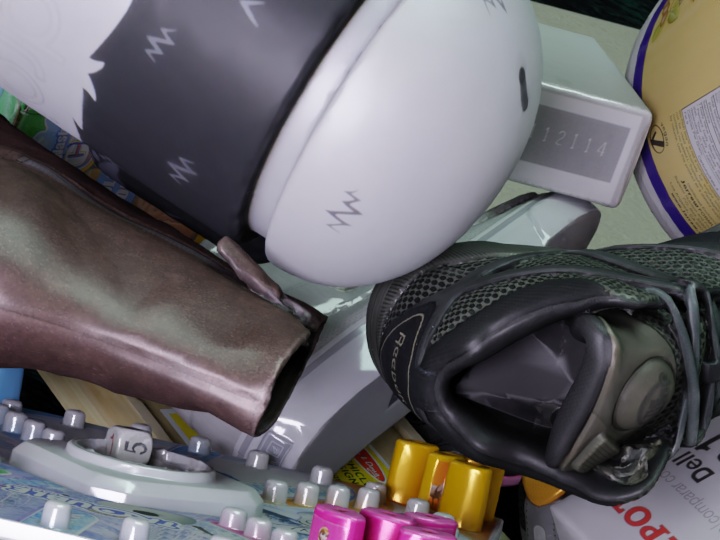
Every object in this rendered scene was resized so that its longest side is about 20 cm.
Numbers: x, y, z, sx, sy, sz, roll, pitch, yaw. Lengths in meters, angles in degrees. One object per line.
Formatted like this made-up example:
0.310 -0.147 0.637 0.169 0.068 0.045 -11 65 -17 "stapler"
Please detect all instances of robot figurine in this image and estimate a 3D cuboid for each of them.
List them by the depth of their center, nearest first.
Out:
-0.038 -0.082 0.711 0.200 0.125 0.150 34 -6 8 "robot figurine"

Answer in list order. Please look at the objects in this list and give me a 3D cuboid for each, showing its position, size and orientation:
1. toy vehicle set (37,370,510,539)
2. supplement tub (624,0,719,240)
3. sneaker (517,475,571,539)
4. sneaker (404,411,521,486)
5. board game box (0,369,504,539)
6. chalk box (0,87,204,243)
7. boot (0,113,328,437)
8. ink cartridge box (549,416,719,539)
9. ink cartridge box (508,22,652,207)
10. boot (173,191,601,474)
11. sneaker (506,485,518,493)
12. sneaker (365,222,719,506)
-0.025 0.074 0.812 0.124 0.027 0.200 2 35 -43 "toy vehicle set"
0.195 -0.074 0.810 0.145 0.146 0.200 20 -18 -14 "supplement tub"
0.127 0.058 0.860 0.078 0.077 0.200 7 42 39 "sneaker"
0.010 0.006 0.908 0.079 0.095 0.200 -38 60 -25 "sneaker"
-0.062 0.053 0.642 0.200 0.026 0.200 13 2 7 "board game box"
-0.146 -0.072 0.942 0.124 0.124 0.200 38 18 32 "chalk box"
-0.093 -0.002 0.716 0.166 0.072 0.200 21 11 0 "boot"
0.184 0.095 0.750 0.200 0.084 0.146 -27 31 -11 "ink cartridge box"
-0.005 -0.094 0.887 0.200 0.045 0.176 14 19 -15 "ink cartridge box"
0.000 0.000 0.821 0.096 0.074 0.200 39 42 18 "boot"
0.054 0.065 0.960 0.076 0.070 0.200 -22 45 -32 "sneaker"
0.108 0.026 0.709 0.199 0.076 0.114 -3 18 -8 "sneaker"
